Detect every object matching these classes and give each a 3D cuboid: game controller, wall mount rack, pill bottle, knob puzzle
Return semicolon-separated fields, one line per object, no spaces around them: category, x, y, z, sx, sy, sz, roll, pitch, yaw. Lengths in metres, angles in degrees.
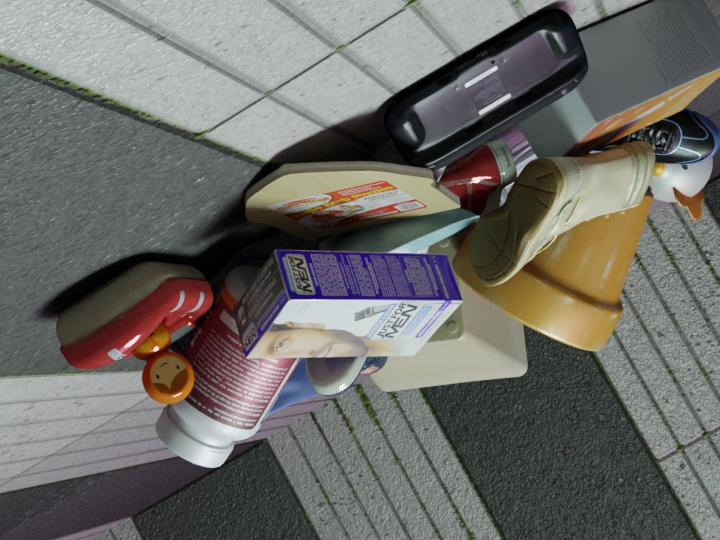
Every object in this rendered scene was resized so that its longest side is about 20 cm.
game controller;0.119;-0.167;1.447;0.200;0.042;0.104;-31;134;4
wall mount rack;0.260;-0.133;2.037;0.174;0.075;0.200;-29;172;0
pill bottle;-0.134;0.104;1.636;0.200;0.113;0.113;-59;162;16
knob puzzle;-0.023;-0.080;1.480;0.219;0.031;0.220;-4;166;-1

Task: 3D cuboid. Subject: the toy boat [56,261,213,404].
toy boat;-0.209;0.071;1.530;0.130;0.131;0.200;-31;171;13

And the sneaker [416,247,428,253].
sneaker;0.000;0.000;1.807;0.077;0.082;0.200;14;127;-40

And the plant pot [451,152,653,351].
plant pot;0.234;-0.038;1.762;0.183;0.200;0.200;-62;162;13

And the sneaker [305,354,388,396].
sneaker;-0.005;0.090;1.662;0.075;0.085;0.200;-17;-155;18

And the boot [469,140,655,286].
boot;0.211;-0.061;1.635;0.155;0.073;0.200;-16;153;-32

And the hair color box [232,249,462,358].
hair color box;-0.013;0.035;1.532;0.200;0.065;0.109;2;145;-30

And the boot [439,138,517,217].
boot;0.093;-0.089;1.816;0.144;0.073;0.200;-20;170;-9

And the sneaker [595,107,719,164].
sneaker;0.300;-0.154;1.719;0.078;0.200;0.070;-58;159;-67

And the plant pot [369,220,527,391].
plant pot;0.082;0.034;1.918;0.199;0.200;0.177;-8;169;17

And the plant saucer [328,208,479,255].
plant saucer;0.028;-0.030;1.631;0.201;0.039;0.201;-24;176;-2

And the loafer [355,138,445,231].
loafer;0.043;-0.100;1.592;0.070;0.070;0.200;-32;180;-29

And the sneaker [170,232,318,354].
sneaker;-0.134;0.014;1.709;0.200;0.075;0.087;-31;-168;10

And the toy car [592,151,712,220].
toy car;0.347;-0.148;1.825;0.184;0.200;0.177;-35;169;32

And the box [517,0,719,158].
box;0.271;-0.201;1.619;0.200;0.098;0.124;-25;170;-25

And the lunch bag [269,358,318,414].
lunch bag;-0.136;0.105;1.943;0.200;0.133;0.136;-19;-170;-42
